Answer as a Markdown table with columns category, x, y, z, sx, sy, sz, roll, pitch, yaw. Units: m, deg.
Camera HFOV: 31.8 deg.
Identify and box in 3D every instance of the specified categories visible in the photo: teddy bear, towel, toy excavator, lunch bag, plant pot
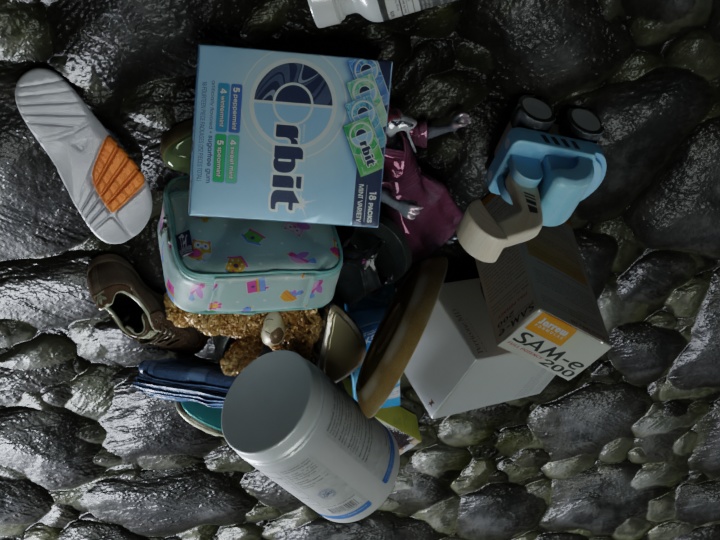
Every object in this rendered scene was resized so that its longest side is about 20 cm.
| category | x | y | z | sx | sy | sz | roll | pitch | yaw |
| --- | --- | --- | --- | --- | --- | --- | --- | --- | --- |
| teddy bear | -0.142 | 0.043 | 1.457 | 0.146 | 0.199 | 0.067 | -54 | 163 | 7 |
| towel | -0.171 | 0.143 | 1.562 | 0.197 | 0.049 | 0.111 | 5 | -178 | 22 |
| toy excavator | 0.185 | -0.087 | 1.357 | 0.191 | 0.202 | 0.101 | 8 | 134 | -20 |
| lunch bag | -0.126 | -0.036 | 1.384 | 0.197 | 0.162 | 0.078 | -1 | 143 | -19 |
| plant pot | 0.041 | 0.070 | 1.427 | 0.027 | 0.201 | 0.201 | 26 | 130 | -6 |

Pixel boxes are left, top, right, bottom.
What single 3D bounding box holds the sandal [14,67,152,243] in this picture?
| category | x | y | z | sx | sy | sz | roll | pitch | yaw |
| --- | --- | --- | --- | --- | --- | --- | --- | --- | --- |
| sandal | -0.288 | -0.127 | 1.332 | 0.078 | 0.059 | 0.208 | -30 | 115 | -2 |

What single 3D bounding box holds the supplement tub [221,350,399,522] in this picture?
| category | x | y | z | sx | sy | sz | roll | pitch | yaw |
| --- | --- | --- | --- | --- | --- | --- | --- | --- | --- |
| supplement tub | -0.053 | 0.193 | 1.451 | 0.131 | 0.133 | 0.200 | -27 | 135 | 18 |

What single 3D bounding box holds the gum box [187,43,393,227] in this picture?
| category | x | y | z | sx | sy | sz | roll | pitch | yaw |
| --- | --- | --- | --- | --- | --- | --- | --- | --- | --- |
| gum box | -0.073 | -0.137 | 1.293 | 0.196 | 0.045 | 0.173 | 4 | 99 | -11 |

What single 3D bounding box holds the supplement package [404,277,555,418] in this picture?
| category | x | y | z | sx | sy | sz | roll | pitch | yaw |
| --- | --- | --- | --- | --- | --- | --- | --- | --- | --- |
| supplement package | 0.155 | 0.087 | 1.552 | 0.198 | 0.118 | 0.118 | -8 | 145 | -40 |

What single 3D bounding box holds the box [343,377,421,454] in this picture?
| category | x | y | z | sx | sy | sz | roll | pitch | yaw |
| --- | --- | --- | --- | --- | --- | --- | --- | --- | --- |
| box | -0.008 | 0.198 | 1.734 | 0.075 | 0.051 | 0.199 | -38 | 130 | 26 |

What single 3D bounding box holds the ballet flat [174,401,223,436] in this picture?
| category | x | y | z | sx | sy | sz | roll | pitch | yaw |
| --- | --- | --- | --- | --- | --- | --- | --- | --- | --- |
| ballet flat | -0.165 | 0.202 | 1.699 | 0.197 | 0.070 | 0.070 | 15 | 132 | -25 |

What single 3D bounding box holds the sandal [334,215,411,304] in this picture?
| category | x | y | z | sx | sy | sz | roll | pitch | yaw |
| --- | --- | --- | --- | --- | --- | --- | --- | --- | --- |
| sandal | 0.001 | 0.001 | 1.417 | 0.075 | 0.048 | 0.200 | 43 | 151 | 0 |

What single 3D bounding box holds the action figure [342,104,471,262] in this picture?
| category | x | y | z | sx | sy | sz | roll | pitch | yaw |
| --- | --- | --- | --- | --- | --- | --- | --- | --- | --- |
| action figure | 0.042 | -0.109 | 1.408 | 0.147 | 0.134 | 0.202 | 15 | 138 | 39 |

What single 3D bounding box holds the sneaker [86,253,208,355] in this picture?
| category | x | y | z | sx | sy | sz | roll | pitch | yaw |
| --- | --- | --- | --- | --- | --- | --- | --- | --- | --- |
| sneaker | -0.257 | 0.063 | 1.520 | 0.070 | 0.076 | 0.200 | -30 | 134 | 20 |

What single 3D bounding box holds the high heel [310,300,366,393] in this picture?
| category | x | y | z | sx | sy | sz | roll | pitch | yaw |
| --- | --- | --- | --- | --- | --- | --- | --- | --- | --- |
| high heel | -0.051 | 0.087 | 1.554 | 0.071 | 0.143 | 0.202 | -23 | 133 | -18 |

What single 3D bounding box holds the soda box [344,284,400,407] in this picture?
| category | x | y | z | sx | sy | sz | roll | pitch | yaw |
| --- | --- | --- | --- | --- | --- | --- | --- | --- | --- |
| soda box | 0.015 | 0.090 | 1.610 | 0.063 | 0.068 | 0.202 | -7 | 137 | -3 |

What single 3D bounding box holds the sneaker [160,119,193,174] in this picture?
| category | x | y | z | sx | sy | sz | roll | pitch | yaw |
| --- | --- | --- | --- | --- | --- | --- | --- | --- | --- |
| sneaker | -0.114 | -0.111 | 1.352 | 0.197 | 0.091 | 0.068 | -1 | 138 | -10 |

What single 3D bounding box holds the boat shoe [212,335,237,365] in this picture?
| category | x | y | z | sx | sy | sz | roll | pitch | yaw |
| --- | --- | --- | --- | --- | --- | --- | --- | --- | --- |
| boat shoe | -0.110 | 0.039 | 1.531 | 0.074 | 0.065 | 0.201 | 29 | 124 | -36 |

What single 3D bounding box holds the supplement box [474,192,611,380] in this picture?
| category | x | y | z | sx | sy | sz | roll | pitch | yaw |
| --- | --- | --- | --- | --- | --- | --- | --- | --- | --- |
| supplement box | 0.202 | 0.012 | 1.466 | 0.125 | 0.202 | 0.073 | 26 | 127 | -33 |

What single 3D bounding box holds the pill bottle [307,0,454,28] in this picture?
| category | x | y | z | sx | sy | sz | roll | pitch | yaw |
| --- | --- | --- | --- | --- | --- | --- | --- | --- | --- |
| pill bottle | 0.042 | -0.297 | 1.168 | 0.197 | 0.118 | 0.117 | -14 | 138 | 5 |
